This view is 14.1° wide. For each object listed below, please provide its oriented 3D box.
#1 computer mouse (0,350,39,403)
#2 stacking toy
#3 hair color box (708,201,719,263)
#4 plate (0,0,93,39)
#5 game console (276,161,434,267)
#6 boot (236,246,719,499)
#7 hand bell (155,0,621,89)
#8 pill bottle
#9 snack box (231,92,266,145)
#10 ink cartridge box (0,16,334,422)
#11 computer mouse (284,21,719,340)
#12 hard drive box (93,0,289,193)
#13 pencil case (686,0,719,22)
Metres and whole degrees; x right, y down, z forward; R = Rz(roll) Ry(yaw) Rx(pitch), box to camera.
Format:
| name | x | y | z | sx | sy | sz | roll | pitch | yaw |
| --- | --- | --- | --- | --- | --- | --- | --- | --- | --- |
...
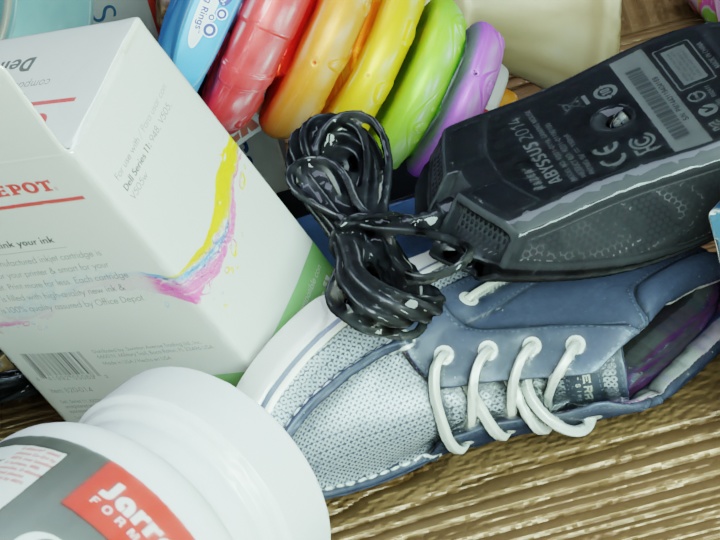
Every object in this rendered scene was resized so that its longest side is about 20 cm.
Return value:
| name | x | y | z | sx | sy | sz | roll | pitch | yaw |
| --- | --- | --- | --- | --- | --- | --- | --- | --- | --- |
| computer mouse | -0.103 | -0.005 | 1.215 | 0.058 | 0.034 | 0.200 | -2 | 26 | 26 |
| stacking toy | 0.018 | -0.078 | 1.195 | 0.199 | 0.116 | 0.110 | 26 | 6 | -8 |
| hair color box | 0.201 | -0.022 | 1.035 | 0.060 | 0.100 | 0.200 | 4 | 31 | 36 |
| plate | -0.218 | -0.117 | 1.287 | 0.199 | 0.201 | 0.026 | -16 | -12 | 3 |
| game console | 0.000 | 0.000 | 1.216 | 0.176 | 0.031 | 0.200 | -22 | 24 | -12 |
| boot | 0.047 | 0.034 | 1.055 | 0.200 | 0.073 | 0.090 | -34 | 37 | -26 |
| hand bell | 0.007 | -0.120 | 1.308 | 0.199 | 0.105 | 0.104 | -1 | 20 | -14 |
| pill bottle | -0.104 | 0.119 | 0.908 | 0.115 | 0.116 | 0.200 | 3 | 30 | 38 |
| snack box | -0.123 | -0.039 | 1.232 | 0.072 | 0.024 | 0.200 | 21 | 45 | 40 |
| ink cartridge box | -0.102 | -0.024 | 1.064 | 0.117 | 0.200 | 0.068 | -4 | 47 | 37 |
| computer mouse | 0.078 | -0.031 | 1.060 | 0.199 | 0.053 | 0.139 | -19 | 35 | -1 |
| hard drive box | -0.148 | -0.091 | 1.364 | 0.199 | 0.157 | 0.077 | -17 | 23 | 2 |
| pencil case | 0.185 | -0.146 | 1.345 | 0.087 | 0.088 | 0.200 | -17 | 22 | 0 |
